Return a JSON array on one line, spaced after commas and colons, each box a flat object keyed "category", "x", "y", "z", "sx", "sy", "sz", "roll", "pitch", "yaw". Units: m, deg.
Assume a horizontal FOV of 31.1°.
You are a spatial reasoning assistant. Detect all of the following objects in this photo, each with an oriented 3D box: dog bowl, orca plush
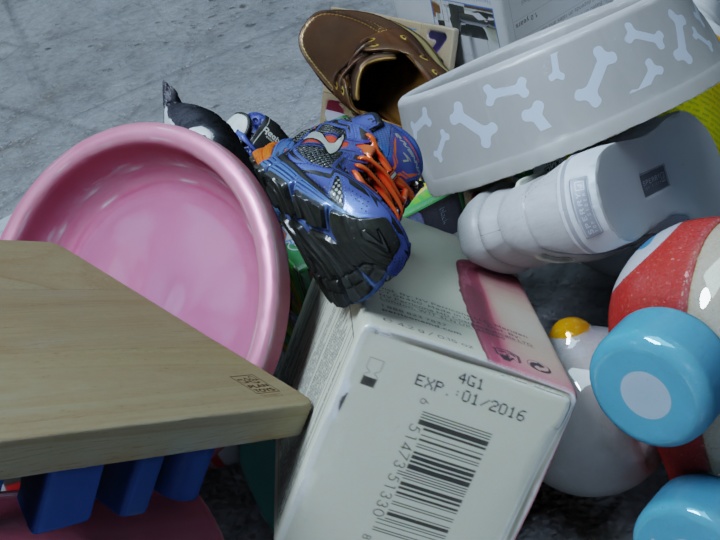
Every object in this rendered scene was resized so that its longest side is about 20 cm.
[{"category": "dog bowl", "x": 0.112, "y": -0.108, "z": 0.754, "sx": 0.200, "sy": 0.059, "sz": 0.200, "roll": -24, "pitch": 9, "yaw": 4}, {"category": "orca plush", "x": -0.079, "y": -0.049, "z": 0.822, "sx": 0.071, "sy": 0.105, "sz": 0.200, "roll": -3, "pitch": 26, "yaw": -16}]

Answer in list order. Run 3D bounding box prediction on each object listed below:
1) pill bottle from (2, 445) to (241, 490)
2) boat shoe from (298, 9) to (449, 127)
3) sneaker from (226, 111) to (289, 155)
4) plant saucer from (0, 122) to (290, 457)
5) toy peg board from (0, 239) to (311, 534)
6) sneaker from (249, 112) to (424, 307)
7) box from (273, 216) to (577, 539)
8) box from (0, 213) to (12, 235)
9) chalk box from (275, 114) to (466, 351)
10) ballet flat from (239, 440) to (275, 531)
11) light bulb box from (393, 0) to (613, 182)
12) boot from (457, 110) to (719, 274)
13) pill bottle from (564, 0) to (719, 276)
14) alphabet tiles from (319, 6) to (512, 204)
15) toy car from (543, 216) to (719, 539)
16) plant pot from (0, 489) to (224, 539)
[{"category": "pill bottle", "x": -0.181, "y": 0.090, "z": 0.814, "sx": 0.200, "sy": 0.114, "sz": 0.114, "roll": -15, "pitch": 34, "yaw": 1}, {"category": "boat shoe", "x": 0.017, "y": -0.137, "z": 0.909, "sx": 0.200, "sy": 0.068, "sz": 0.072, "roll": 42, "pitch": 104, "yaw": 38}, {"category": "sneaker", "x": -0.105, "y": -0.060, "z": 0.986, "sx": 0.115, "sy": 0.081, "sz": 0.199, "roll": -43, "pitch": 21, "yaw": 30}, {"category": "plant saucer", "x": -0.119, "y": 0.020, "z": 0.715, "sx": 0.200, "sy": 0.051, "sz": 0.201, "roll": -5, "pitch": 79, "yaw": 28}, {"category": "toy peg board", "x": -0.167, "y": 0.066, "z": 0.593, "sx": 0.199, "sy": 0.098, "sz": 0.200, "roll": 28, "pitch": 15, "yaw": 32}, {"category": "sneaker", "x": -0.005, "y": -0.044, "z": 0.635, "sx": 0.078, "sy": 0.075, "sz": 0.200, "roll": -30, "pitch": 20, "yaw": -1}, {"category": "box", "x": 0.024, "y": 0.062, "z": 0.683, "sx": 0.109, "sy": 0.128, "sz": 0.200, "roll": 19, "pitch": 18, "yaw": -9}, {"category": "box", "x": -0.231, "y": -0.013, "z": 0.922, "sx": 0.156, "sy": 0.041, "sz": 0.200, "roll": -33, "pitch": 21, "yaw": -31}, {"category": "chalk box", "x": 0.000, "y": 0.000, "z": 0.862, "sx": 0.124, "sy": 0.124, "sz": 0.200, "roll": -26, "pitch": 34, "yaw": -17}, {"category": "ballet flat", "x": -0.004, "y": 0.144, "z": 0.724, "sx": 0.074, "sy": 0.074, "sz": 0.200, "roll": -25, "pitch": 37, "yaw": -14}, {"category": "light bulb box", "x": 0.147, "y": -0.184, "z": 1.000, "sx": 0.198, "sy": 0.200, "sz": 0.125, "roll": -34, "pitch": 36, "yaw": -26}, {"category": "boot", "x": 0.134, "y": -0.043, "z": 0.740, "sx": 0.096, "sy": 0.074, "sz": 0.200, "roll": -13, "pitch": -1, "yaw": 36}, {"category": "pill bottle", "x": 0.200, "y": -0.102, "z": 0.885, "sx": 0.109, "sy": 0.109, "sz": 0.200, "roll": 1, "pitch": 62, "yaw": 23}, {"category": "alphabet tiles", "x": 0.038, "y": -0.100, "z": 0.962, "sx": 0.008, "sy": 0.167, "sz": 0.200, "roll": -8, "pitch": 21, "yaw": -43}, {"category": "toy car", "x": 0.141, "y": 0.060, "z": 0.698, "sx": 0.200, "sy": 0.177, "sz": 0.184, "roll": -2, "pitch": 24, "yaw": 41}, {"category": "plant pot", "x": -0.155, "y": 0.184, "z": 0.617, "sx": 0.179, "sy": 0.200, "sz": 0.200, "roll": -13, "pitch": 31, "yaw": -24}]
